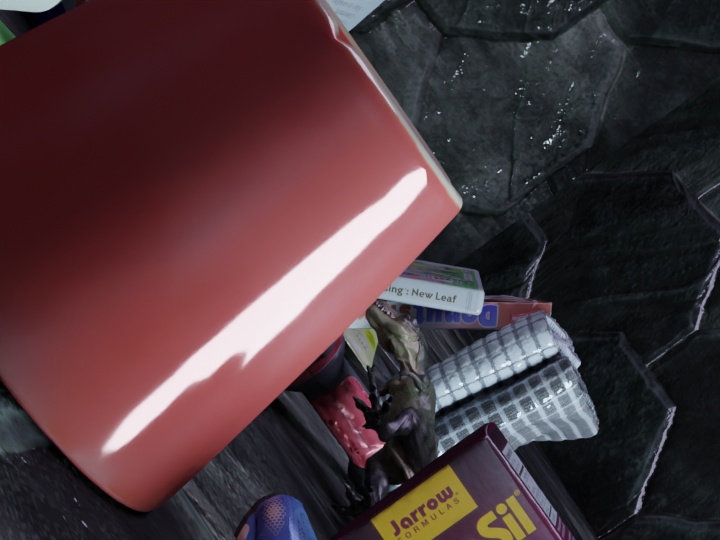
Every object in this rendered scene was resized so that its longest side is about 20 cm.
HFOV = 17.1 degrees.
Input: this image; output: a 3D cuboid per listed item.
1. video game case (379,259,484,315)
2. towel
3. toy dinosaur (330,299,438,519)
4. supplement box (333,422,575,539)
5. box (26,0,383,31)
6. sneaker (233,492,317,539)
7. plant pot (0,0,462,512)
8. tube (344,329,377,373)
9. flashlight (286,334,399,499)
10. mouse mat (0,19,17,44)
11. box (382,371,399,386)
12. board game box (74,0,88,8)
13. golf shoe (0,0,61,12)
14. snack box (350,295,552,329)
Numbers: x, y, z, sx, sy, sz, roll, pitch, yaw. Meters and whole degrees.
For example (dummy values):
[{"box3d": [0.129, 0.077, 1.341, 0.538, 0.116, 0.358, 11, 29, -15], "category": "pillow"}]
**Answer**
[{"box3d": [0.000, 0.000, 1.779, 0.200, 0.181, 0.022, -68, 167, -85], "category": "video game case"}, {"box3d": [0.093, 0.110, 1.801, 0.086, 0.165, 0.200, 62, 5, 12], "category": "towel"}, {"box3d": [0.022, 0.113, 1.449, 0.088, 0.047, 0.201, 10, 74, -60], "category": "toy dinosaur"}, {"box3d": [0.086, 0.200, 1.358, 0.200, 0.110, 0.086, 55, 4, 2], "category": "supplement box"}, {"box3d": [-0.090, -0.194, 1.607, 0.105, 0.200, 0.184, 57, 21, 18], "category": "box"}, {"box3d": [0.019, 0.170, 0.957, 0.200, 0.089, 0.079, 56, 3, 18], "category": "sneaker"}, {"box3d": [-0.069, -0.033, 0.962, 0.201, 0.177, 0.200, 54, 4, -5], "category": "plant pot"}, {"box3d": [-0.005, 0.042, 2.075, 0.058, 0.052, 0.200, 15, 9, 3], "category": "tube"}, {"box3d": [-0.010, 0.088, 1.514, 0.068, 0.068, 0.200, 3, -40, 38], "category": "flashlight"}, {"box3d": [-0.185, -0.099, 1.366, 0.161, 0.008, 0.200, 58, 6, 37], "category": "mouse mat"}, {"box3d": [0.087, 0.180, 2.092, 0.200, 0.036, 0.144, 56, 4, -4], "category": "box"}, {"box3d": [-0.131, -0.113, 1.460, 0.019, 0.103, 0.200, 11, -13, 19], "category": "board game box"}, {"box3d": [-0.206, -0.160, 1.232, 0.200, 0.078, 0.095, 33, 32, -60], "category": "golf shoe"}, {"box3d": [0.046, 0.031, 1.839, 0.072, 0.199, 0.024, 7, -85, 58], "category": "snack box"}]
